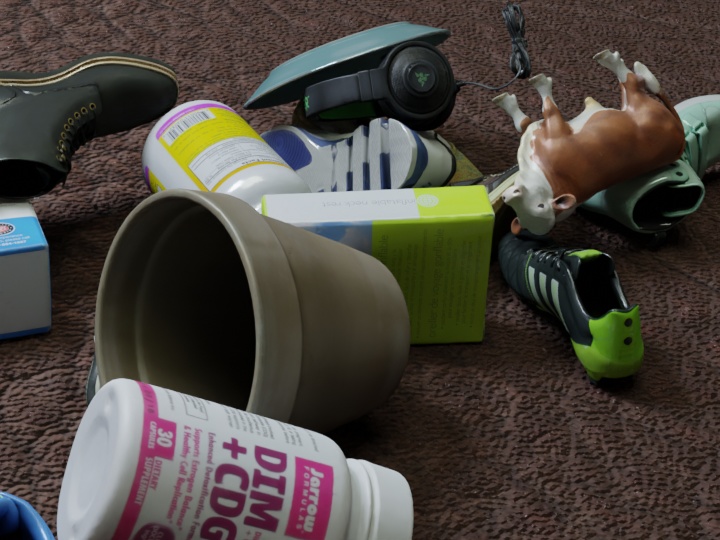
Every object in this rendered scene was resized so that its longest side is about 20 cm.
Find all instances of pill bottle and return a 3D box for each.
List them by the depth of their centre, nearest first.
[{"bbox_3d":[-0.075,0.145,1.045,0.198,0.114,0.114,18,26,-23],"label":"pill bottle"},{"bbox_3d":[-0.102,-0.057,1.423,0.103,0.105,0.200,-15,36,-24],"label":"pill bottle"}]

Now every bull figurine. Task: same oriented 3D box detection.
[{"bbox_3d":[0.182,-0.108,1.422,0.198,0.123,0.065,-21,-3,-28],"label":"bull figurine"}]

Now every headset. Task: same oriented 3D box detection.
[{"bbox_3d":[0.047,-0.171,1.463,0.197,0.095,0.123,-8,-2,5],"label":"headset"}]

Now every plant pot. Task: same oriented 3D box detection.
[{"bbox_3d":[-0.065,0.045,1.204,0.172,0.202,0.200,-1,26,-42],"label":"plant pot"}]

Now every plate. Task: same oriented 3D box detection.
[{"bbox_3d":[-0.015,-0.188,1.530,0.198,0.026,0.200,-19,0,0],"label":"plate"}]

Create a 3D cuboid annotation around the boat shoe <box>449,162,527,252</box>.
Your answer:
[{"bbox_3d":[0.095,-0.049,1.447,0.064,0.074,0.199,27,40,27],"label":"boat shoe"}]

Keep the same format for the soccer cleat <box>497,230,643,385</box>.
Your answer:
[{"bbox_3d":[0.169,0.009,1.351,0.067,0.082,0.200,-11,34,-19],"label":"soccer cleat"}]

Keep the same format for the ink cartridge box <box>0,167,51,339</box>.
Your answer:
[{"bbox_3d":[-0.341,-0.025,1.381,0.144,0.085,0.200,-9,33,-18],"label":"ink cartridge box"}]

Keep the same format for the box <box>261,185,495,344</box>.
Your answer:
[{"bbox_3d":[0.000,0.000,1.319,0.197,0.123,0.048,-2,35,-6],"label":"box"}]

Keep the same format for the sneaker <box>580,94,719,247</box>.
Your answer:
[{"bbox_3d":[0.290,-0.087,1.510,0.199,0.074,0.118,-24,33,-19],"label":"sneaker"}]

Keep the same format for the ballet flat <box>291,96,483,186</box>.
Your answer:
[{"bbox_3d":[0.023,-0.117,1.557,0.198,0.071,0.071,17,35,23],"label":"ballet flat"}]

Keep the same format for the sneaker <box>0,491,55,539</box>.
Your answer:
[{"bbox_3d":[-0.240,0.165,1.067,0.199,0.106,0.075,26,40,33],"label":"sneaker"}]

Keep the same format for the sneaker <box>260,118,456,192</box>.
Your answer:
[{"bbox_3d":[0.008,-0.084,1.489,0.198,0.082,0.114,0,-6,44],"label":"sneaker"}]

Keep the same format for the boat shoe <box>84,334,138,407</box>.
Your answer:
[{"bbox_3d":[-0.170,0.050,1.307,0.067,0.072,0.201,-27,28,29],"label":"boat shoe"}]

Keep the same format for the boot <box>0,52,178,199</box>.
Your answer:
[{"bbox_3d":[-0.234,-0.110,1.410,0.198,0.078,0.139,-12,38,-17],"label":"boot"}]
